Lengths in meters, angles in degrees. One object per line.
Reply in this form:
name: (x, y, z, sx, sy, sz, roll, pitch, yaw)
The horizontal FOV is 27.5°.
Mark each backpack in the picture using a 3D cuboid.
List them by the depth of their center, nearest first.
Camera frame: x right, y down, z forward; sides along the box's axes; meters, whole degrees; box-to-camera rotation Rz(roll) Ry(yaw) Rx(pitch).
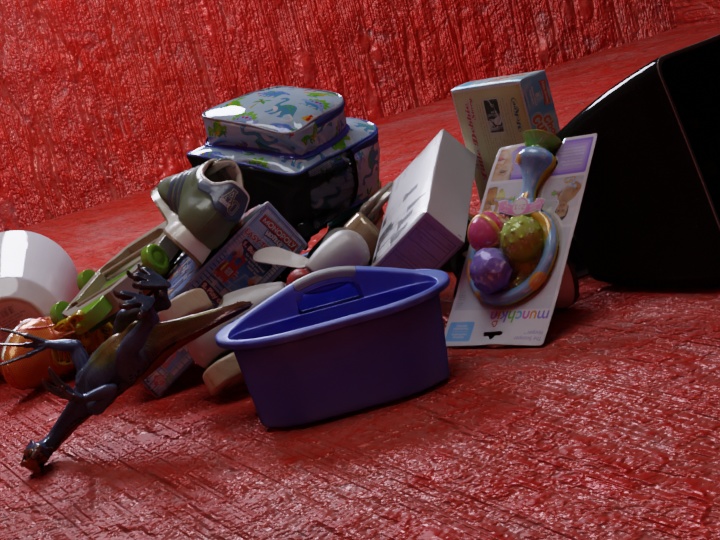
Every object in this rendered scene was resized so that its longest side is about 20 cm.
backpack: (-0.076, -0.128, 1.661, 0.182, 0.148, 0.200, 12, 24, 33)

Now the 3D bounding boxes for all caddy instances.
caddy: (-0.018, 0.050, 1.208, 0.198, 0.106, 0.141, -15, 9, -2)

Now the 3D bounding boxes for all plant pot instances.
plant pot: (0.289, -0.091, 1.336, 0.199, 0.201, 0.177, -24, 3, -42)

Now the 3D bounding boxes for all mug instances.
mug: (-0.404, 0.063, 1.701, 0.148, 0.188, 0.153, 16, 13, -15)

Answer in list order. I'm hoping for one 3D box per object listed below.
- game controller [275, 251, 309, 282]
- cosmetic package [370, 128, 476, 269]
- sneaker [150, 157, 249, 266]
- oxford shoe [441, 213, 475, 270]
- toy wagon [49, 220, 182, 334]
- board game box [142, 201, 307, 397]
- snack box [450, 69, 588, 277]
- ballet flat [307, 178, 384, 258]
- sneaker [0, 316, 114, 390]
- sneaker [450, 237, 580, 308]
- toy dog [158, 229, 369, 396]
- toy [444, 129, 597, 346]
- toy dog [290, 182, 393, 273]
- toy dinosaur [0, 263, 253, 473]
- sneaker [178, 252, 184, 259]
game controller: (-0.058, -0.014, 1.786, 0.199, 0.042, 0.104, -20, 12, -32)
cosmetic package: (0.062, -0.057, 1.390, 0.083, 0.051, 0.200, -44, 14, 24)
sneaker: (-0.149, -0.071, 1.441, 0.090, 0.067, 0.200, -46, 20, 4)
oxford shoe: (0.098, -0.042, 1.646, 0.071, 0.072, 0.200, -15, 8, -26)
toy wagon: (-0.255, 0.016, 1.527, 0.155, 0.040, 0.200, -29, 18, 30)
board game box: (-0.144, 0.010, 1.456, 0.200, 0.062, 0.200, -42, 13, 7)
snack box: (0.159, -0.092, 1.447, 0.037, 0.202, 0.116, -23, 13, -29)
ballet flat: (-0.005, -0.038, 1.711, 0.068, 0.073, 0.200, -27, 19, 26)
sneaker: (-0.311, 0.074, 1.586, 0.077, 0.074, 0.200, -10, 12, 32)
sneaker: (0.117, 0.005, 1.364, 0.090, 0.067, 0.200, -17, 15, -20)
toy dog: (-0.083, 0.040, 1.349, 0.198, 0.133, 0.096, -11, -11, -5)
toy: (0.128, -0.034, 1.272, 0.115, 0.047, 0.201, -4, 58, 46)
toy dog: (0.000, 0.000, 1.487, 0.132, 0.097, 0.200, -38, 4, 24)
toy dinosaur: (-0.209, 0.096, 1.228, 0.199, 0.183, 0.105, 16, 23, -15)
sneaker: (-0.179, 0.036, 1.625, 0.078, 0.080, 0.201, -17, 34, 20)
